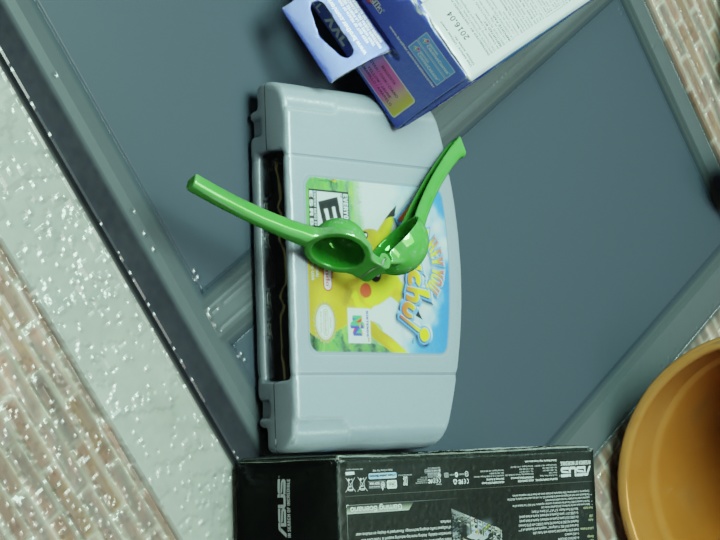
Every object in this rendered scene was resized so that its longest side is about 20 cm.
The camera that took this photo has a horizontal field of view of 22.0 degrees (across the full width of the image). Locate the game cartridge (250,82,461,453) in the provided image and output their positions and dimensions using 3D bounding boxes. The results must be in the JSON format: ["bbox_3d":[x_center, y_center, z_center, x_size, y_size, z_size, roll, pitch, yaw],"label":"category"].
[{"bbox_3d":[0.000,0.000,1.032,0.133,0.040,0.201,3,83,-46],"label":"game cartridge"}]

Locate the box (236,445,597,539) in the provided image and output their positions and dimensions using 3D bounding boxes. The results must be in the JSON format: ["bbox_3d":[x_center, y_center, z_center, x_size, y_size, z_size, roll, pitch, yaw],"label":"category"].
[{"bbox_3d":[0.036,0.180,1.006,0.199,0.086,0.165,2,83,-42],"label":"box"}]

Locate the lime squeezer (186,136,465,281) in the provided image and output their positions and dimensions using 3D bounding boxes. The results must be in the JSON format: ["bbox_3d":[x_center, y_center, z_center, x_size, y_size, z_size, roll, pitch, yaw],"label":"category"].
[{"bbox_3d":[-0.001,-0.029,0.986,0.200,0.038,0.071,-11,92,-42],"label":"lime squeezer"}]

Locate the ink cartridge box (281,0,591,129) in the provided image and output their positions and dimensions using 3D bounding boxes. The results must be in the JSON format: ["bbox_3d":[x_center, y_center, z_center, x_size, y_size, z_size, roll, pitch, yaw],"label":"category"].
[{"bbox_3d":[0.043,-0.174,1.046,0.200,0.076,0.137,-36,93,-41],"label":"ink cartridge box"}]

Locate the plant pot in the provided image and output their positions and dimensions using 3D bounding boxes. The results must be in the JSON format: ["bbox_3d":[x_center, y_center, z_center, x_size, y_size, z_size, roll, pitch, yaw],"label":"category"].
[{"bbox_3d":[0.284,0.133,1.183,0.140,0.199,0.201,-6,89,-59],"label":"plant pot"}]
